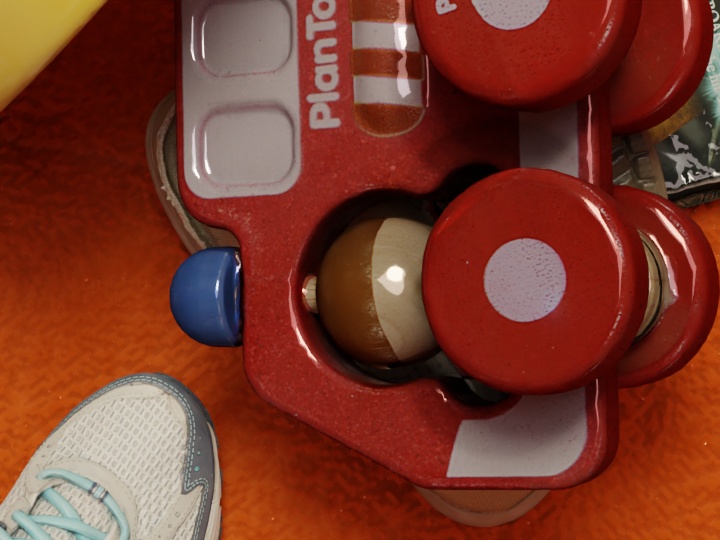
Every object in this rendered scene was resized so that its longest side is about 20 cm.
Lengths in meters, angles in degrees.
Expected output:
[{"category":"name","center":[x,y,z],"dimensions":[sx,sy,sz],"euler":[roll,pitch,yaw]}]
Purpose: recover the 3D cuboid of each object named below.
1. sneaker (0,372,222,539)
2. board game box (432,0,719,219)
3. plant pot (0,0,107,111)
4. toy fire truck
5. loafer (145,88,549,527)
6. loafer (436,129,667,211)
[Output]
[{"category":"sneaker","center":[-0.109,0.119,0.700],"dimensions":[0.077,0.086,0.200],"euler":[29,74,8]},{"category":"board game box","center":[0.072,-0.111,0.806],"dimensions":[0.135,0.028,0.201],"euler":[-14,72,-3]},{"category":"plant pot","center":[-0.134,-0.174,0.660],"dimensions":[0.189,0.201,0.201],"euler":[42,75,-15]},{"category":"toy fire truck","center":[0.018,-0.033,0.670],"dimensions":[0.167,0.112,0.201],"euler":[-1,89,23]},{"category":"loafer","center":[0.000,0.000,0.749],"dimensions":[0.076,0.068,0.200],"euler":[-41,77,-14]},{"category":"loafer","center":[0.037,-0.071,0.747],"dimensions":[0.076,0.067,0.200],"euler":[-34,90,-1]}]
